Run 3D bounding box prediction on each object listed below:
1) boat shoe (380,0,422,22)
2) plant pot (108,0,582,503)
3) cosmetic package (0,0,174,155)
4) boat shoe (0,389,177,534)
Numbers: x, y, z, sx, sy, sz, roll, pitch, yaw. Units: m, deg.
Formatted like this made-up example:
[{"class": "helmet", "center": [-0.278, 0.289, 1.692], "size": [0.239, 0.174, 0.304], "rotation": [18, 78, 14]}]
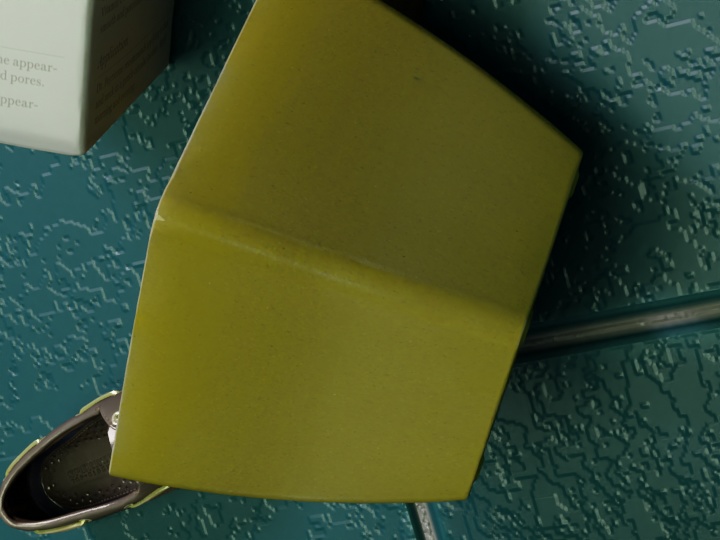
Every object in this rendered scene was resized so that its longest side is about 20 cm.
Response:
[{"class": "boat shoe", "center": [0.002, -0.200, 1.396], "size": [0.072, 0.072, 0.201], "rotation": [22, 122, 21]}, {"class": "plant pot", "center": [0.000, 0.000, 1.373], "size": [0.175, 0.201, 0.201], "rotation": [19, 137, 4]}, {"class": "cosmetic package", "center": [-0.187, -0.188, 1.430], "size": [0.164, 0.165, 0.201], "rotation": [10, 111, 9]}, {"class": "boat shoe", "center": [-0.123, 0.096, 1.570], "size": [0.199, 0.059, 0.072], "rotation": [-27, 91, 34]}]
